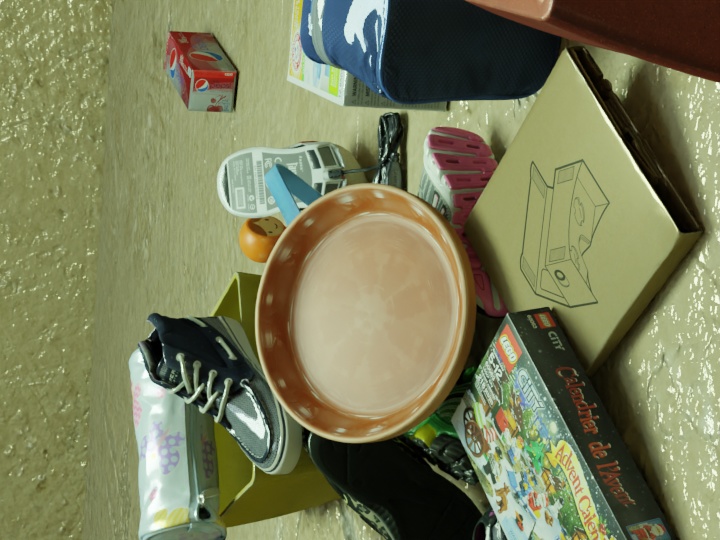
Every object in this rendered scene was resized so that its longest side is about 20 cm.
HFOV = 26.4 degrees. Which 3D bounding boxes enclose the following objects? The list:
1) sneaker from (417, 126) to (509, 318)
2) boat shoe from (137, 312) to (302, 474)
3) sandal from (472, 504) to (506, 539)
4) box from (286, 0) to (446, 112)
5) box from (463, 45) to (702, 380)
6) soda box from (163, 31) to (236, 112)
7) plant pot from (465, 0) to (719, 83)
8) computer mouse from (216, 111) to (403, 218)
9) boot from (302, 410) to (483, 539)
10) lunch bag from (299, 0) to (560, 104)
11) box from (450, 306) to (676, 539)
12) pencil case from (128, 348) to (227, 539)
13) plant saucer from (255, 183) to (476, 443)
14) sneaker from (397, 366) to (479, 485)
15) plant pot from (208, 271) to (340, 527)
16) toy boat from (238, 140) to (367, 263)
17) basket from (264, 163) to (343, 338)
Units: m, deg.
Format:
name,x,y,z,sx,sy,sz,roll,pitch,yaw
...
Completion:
name,x,y,z,sx,sy,sz,roll,pitch,yaw
sneaker,0.090,-0.025,1.245,0.088,0.073,0.201,100,160,-43
boat shoe,-0.127,0.106,1.326,0.200,0.092,0.075,48,123,51
sandal,0.113,0.236,1.196,0.075,0.048,0.202,-126,40,-61
box,0.006,-0.219,1.454,0.200,0.101,0.113,-141,55,-67
box,0.148,-0.029,1.073,0.164,0.021,0.200,63,148,27
soda box,-0.234,-0.292,2.237,0.200,0.069,0.064,-124,38,-59
plant pot,0.163,-0.208,0.860,0.200,0.175,0.201,-138,52,-67
computer mouse,-0.048,-0.096,1.535,0.044,0.198,0.111,-11,-83,-70
boot,0.028,0.183,1.303,0.074,0.203,0.154,-47,11,-4
lunch bag,0.058,-0.210,1.165,0.132,0.199,0.137,34,121,47
box,0.137,0.146,1.083,0.201,0.037,0.137,64,151,32
pencil case,-0.175,0.166,1.460,0.091,0.082,0.201,117,149,-57
plant saucer,0.005,0.033,1.197,0.199,0.032,0.202,-5,80,34
sneaker,0.083,0.126,1.287,0.085,0.078,0.200,-54,9,-8
plant pot,-0.050,0.129,1.494,0.200,0.175,0.201,127,140,-62
toy boat,-0.064,-0.035,1.612,0.130,0.130,0.202,-160,72,-70
basket,0.000,0.000,1.336,0.139,0.176,0.201,-44,34,18
